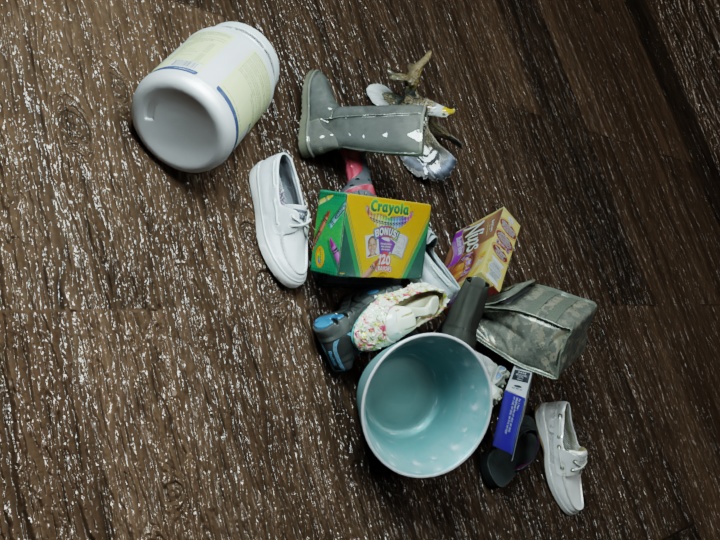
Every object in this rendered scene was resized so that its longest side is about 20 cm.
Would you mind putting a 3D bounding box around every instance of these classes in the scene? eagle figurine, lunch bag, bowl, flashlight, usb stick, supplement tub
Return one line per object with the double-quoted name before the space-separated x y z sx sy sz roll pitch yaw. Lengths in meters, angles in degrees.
"eagle figurine" 0.115 -0.280 1.628 0.152 0.151 0.200 -27 126 -15
"lunch bag" 0.287 0.087 1.526 0.164 0.200 0.118 -22 127 -57
"bowl" 0.074 0.181 1.237 0.201 0.105 0.201 -2 95 -23
"flashlight" -0.016 -0.161 1.415 0.068 0.068 0.200 67 9 -55
"usb stick" 0.000 0.000 1.364 0.200 0.033 0.056 3 64 -49
"supplement tub" -0.203 -0.241 1.190 0.145 0.145 0.200 47 39 -17

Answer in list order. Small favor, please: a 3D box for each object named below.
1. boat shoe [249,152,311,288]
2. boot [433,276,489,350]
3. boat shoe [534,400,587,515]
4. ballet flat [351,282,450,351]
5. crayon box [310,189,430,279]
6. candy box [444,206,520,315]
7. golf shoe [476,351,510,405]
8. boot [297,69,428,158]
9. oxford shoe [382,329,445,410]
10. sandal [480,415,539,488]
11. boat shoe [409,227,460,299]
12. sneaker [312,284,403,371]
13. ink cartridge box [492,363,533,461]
"boat shoe" -0.104 -0.076 1.262 0.072 0.068 0.200 14 57 -44
"boot" 0.166 0.068 1.374 0.077 0.139 0.200 17 6 -2
"boat shoe" 0.364 0.328 1.540 0.071 0.069 0.200 -4 78 -53
"ballet flat" 0.064 0.061 1.272 0.200 0.064 0.076 -31 115 -50
"crayon box" 0.019 -0.051 1.305 0.200 0.058 0.119 2 97 -49
"candy box" 0.206 -0.018 1.546 0.056 0.117 0.200 46 40 -18
"golf shoe" 0.177 0.184 1.412 0.097 0.078 0.200 42 16 3
"boot" 0.007 -0.253 1.401 0.073 0.200 0.182 56 31 -61
"oxford shoe" 0.094 0.162 1.353 0.200 0.073 0.084 65 21 2
"sandal" 0.266 0.302 1.465 0.200 0.048 0.075 -31 93 -55
"boat shoe" 0.096 -0.036 1.420 0.201 0.071 0.070 60 19 14
"sneaker" 0.002 0.079 1.301 0.200 0.073 0.082 -32 110 -48
"ink cartridge box" 0.247 0.223 1.416 0.200 0.039 0.100 -35 137 -73
